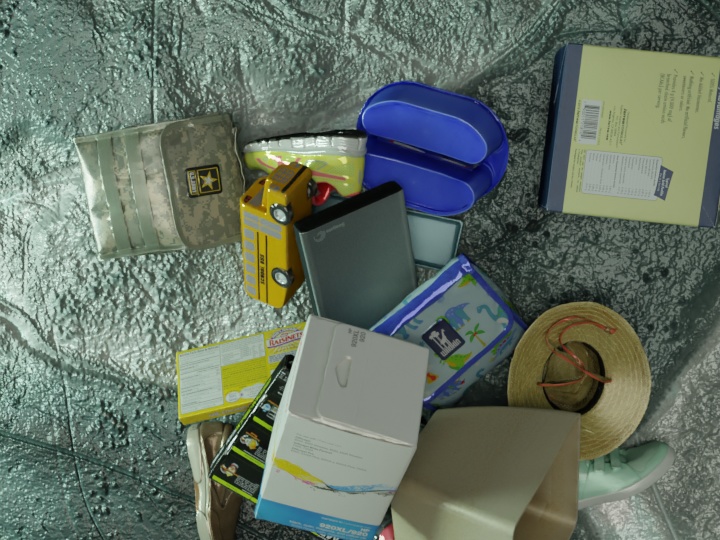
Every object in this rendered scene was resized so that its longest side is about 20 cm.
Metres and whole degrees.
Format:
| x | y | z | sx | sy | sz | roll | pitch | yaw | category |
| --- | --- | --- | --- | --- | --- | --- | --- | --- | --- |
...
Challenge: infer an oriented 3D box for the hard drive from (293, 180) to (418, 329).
| x | y | z | sx | sy | sz | roll | pitch | yaw | category |
| --- | --- | --- | --- | --- | --- | --- | --- | --- | --- |
| 0.000 | 0.000 | 1.332 | 0.139 | 0.033 | 0.201 | -24 | 129 | -16 | hard drive |

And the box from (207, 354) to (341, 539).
| x | y | z | sx | sy | sz | roll | pitch | yaw | category |
| --- | --- | --- | --- | --- | --- | --- | --- | --- | --- |
| -0.062 | 0.233 | 1.370 | 0.199 | 0.048 | 0.194 | 31 | 112 | -10 | box |

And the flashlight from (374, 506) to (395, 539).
| x | y | z | sx | sy | sz | roll | pitch | yaw | category |
| --- | --- | --- | --- | --- | --- | --- | --- | --- | --- |
| 0.088 | 0.377 | 1.371 | 0.200 | 0.068 | 0.068 | 26 | 106 | 41 | flashlight |

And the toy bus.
| x | y | z | sx | sy | sz | roll | pitch | yaw | category |
| --- | --- | --- | --- | --- | --- | --- | --- | --- | --- |
| -0.102 | -0.045 | 1.331 | 0.078 | 0.065 | 0.201 | 23 | 139 | 19 | toy bus |

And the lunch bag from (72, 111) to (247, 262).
| x | y | z | sx | sy | sz | roll | pitch | yaw | category |
| --- | --- | --- | --- | --- | --- | --- | --- | --- | --- |
| -0.240 | -0.106 | 1.363 | 0.199 | 0.118 | 0.165 | -8 | 98 | 10 | lunch bag |

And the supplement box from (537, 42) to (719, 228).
| x | y | z | sx | sy | sz | roll | pitch | yaw | category |
| --- | --- | --- | --- | --- | --- | --- | --- | --- | --- |
| 0.330 | -0.162 | 1.307 | 0.199 | 0.134 | 0.201 | 7 | 97 | 4 | supplement box |

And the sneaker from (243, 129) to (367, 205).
| x | y | z | sx | sy | sz | roll | pitch | yaw | category |
| --- | --- | --- | --- | --- | --- | --- | --- | --- | --- |
| -0.073 | -0.125 | 1.337 | 0.199 | 0.078 | 0.091 | 5 | 107 | 45 | sneaker |

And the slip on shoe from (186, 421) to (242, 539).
| x | y | z | sx | sy | sz | roll | pitch | yaw | category |
| --- | --- | --- | --- | --- | --- | --- | --- | --- | --- |
| -0.183 | 0.300 | 1.436 | 0.060 | 0.076 | 0.201 | -9 | 88 | 8 | slip on shoe |

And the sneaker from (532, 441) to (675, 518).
| x | y | z | sx | sy | sz | roll | pitch | yaw | category |
| --- | --- | --- | --- | --- | --- | --- | --- | --- | --- |
| 0.296 | 0.235 | 1.385 | 0.199 | 0.074 | 0.119 | -22 | 101 | 9 | sneaker |

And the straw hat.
| x | y | z | sx | sy | sz | roll | pitch | yaw | category |
| --- | --- | --- | --- | --- | --- | --- | --- | --- | --- |
| 0.265 | 0.132 | 1.369 | 0.200 | 0.085 | 0.202 | -1 | 98 | -9 | straw hat |

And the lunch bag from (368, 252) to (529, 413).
| x | y | z | sx | sy | sz | roll | pitch | yaw | category |
| --- | --- | --- | --- | --- | --- | --- | --- | --- | --- |
| 0.100 | 0.073 | 1.312 | 0.170 | 0.200 | 0.128 | -41 | 57 | 6 | lunch bag |

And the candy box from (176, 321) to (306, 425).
| x | y | z | sx | sy | sz | roll | pitch | yaw | category |
| --- | --- | --- | --- | --- | --- | --- | --- | --- | --- |
| -0.142 | 0.132 | 1.406 | 0.199 | 0.026 | 0.103 | -13 | 52 | 6 | candy box |

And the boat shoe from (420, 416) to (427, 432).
| x | y | z | sx | sy | sz | roll | pitch | yaw | category |
| --- | --- | --- | --- | --- | --- | --- | --- | --- | --- |
| -0.001 | 0.198 | 1.411 | 0.199 | 0.062 | 0.075 | 13 | 112 | -1 | boat shoe |

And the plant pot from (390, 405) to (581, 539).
| x | y | z | sx | sy | sz | roll | pitch | yaw | category |
| --- | --- | --- | --- | --- | --- | --- | --- | --- | --- |
| 0.144 | 0.277 | 1.290 | 0.176 | 0.200 | 0.201 | 15 | 131 | 27 | plant pot |

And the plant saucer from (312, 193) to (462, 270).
| x | y | z | sx | sy | sz | roll | pitch | yaw | category |
| --- | --- | --- | --- | --- | --- | --- | --- | --- | --- |
| 0.029 | -0.051 | 1.403 | 0.199 | 0.019 | 0.070 | 12 | 98 | 2 | plant saucer |

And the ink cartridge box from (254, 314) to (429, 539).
| x | y | z | sx | sy | sz | roll | pitch | yaw | category |
| --- | --- | --- | --- | --- | --- | --- | --- | --- | --- |
| -0.022 | 0.181 | 1.212 | 0.144 | 0.148 | 0.201 | 15 | 134 | -4 | ink cartridge box |

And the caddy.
| x | y | z | sx | sy | sz | roll | pitch | yaw | category |
| --- | --- | --- | --- | --- | --- | --- | --- | --- | --- |
| 0.084 | -0.153 | 1.345 | 0.199 | 0.105 | 0.142 | 18 | 118 | 10 | caddy |
